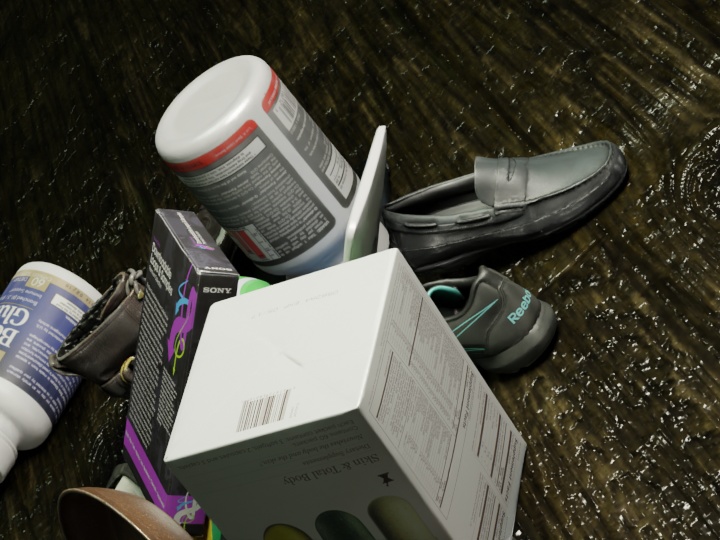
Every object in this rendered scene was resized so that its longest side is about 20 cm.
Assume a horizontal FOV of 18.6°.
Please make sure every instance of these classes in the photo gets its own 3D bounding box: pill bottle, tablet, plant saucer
[{"bbox_3d":[-0.069,-0.070,1.823,0.115,0.200,0.116,-29,30,19],"label":"pill bottle"},{"bbox_3d":[0.000,0.000,1.730,0.131,0.014,0.201,-74,-7,-46],"label":"tablet"},{"bbox_3d":[-0.328,0.101,2.115,0.111,0.111,0.201,-11,42,49],"label":"pill bottle"},{"bbox_3d":[-0.138,0.227,1.566,0.037,0.201,0.200,-37,21,-26],"label":"plant saucer"}]

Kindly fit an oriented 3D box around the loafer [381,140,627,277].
[{"bbox_3d":[0.110,-0.058,1.718,0.199,0.071,0.068,-21,32,19],"label":"loafer"}]

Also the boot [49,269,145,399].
[{"bbox_3d":[-0.132,0.059,1.793,0.200,0.174,0.069,-41,26,12],"label":"boot"}]

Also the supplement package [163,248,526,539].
[{"bbox_3d":[-0.004,0.122,1.477,0.151,0.201,0.151,-17,37,26],"label":"supplement package"}]

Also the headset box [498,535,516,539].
[{"bbox_3d":[0.043,0.262,1.377,0.199,0.075,0.149,-24,33,38],"label":"headset box"}]

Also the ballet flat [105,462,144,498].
[{"bbox_3d":[-0.174,0.187,1.781,0.069,0.068,0.200,-53,4,-19],"label":"ballet flat"}]

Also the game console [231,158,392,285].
[{"bbox_3d":[-0.042,-0.003,1.942,0.176,0.031,0.201,-31,30,17],"label":"game console"}]

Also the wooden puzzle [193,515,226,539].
[{"bbox_3d":[-0.103,0.163,1.599,0.200,0.037,0.187,124,144,-65],"label":"wooden puzzle"}]

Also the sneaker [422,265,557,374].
[{"bbox_3d":[0.057,0.044,1.665,0.199,0.079,0.076,-23,35,42],"label":"sneaker"}]

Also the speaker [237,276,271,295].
[{"bbox_3d":[-0.032,0.074,1.652,0.199,0.089,0.089,25,69,30],"label":"speaker"}]

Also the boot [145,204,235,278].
[{"bbox_3d":[-0.143,-0.027,2.022,0.200,0.069,0.175,-11,53,61],"label":"boot"}]

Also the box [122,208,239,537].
[{"bbox_3d":[-0.132,0.072,1.599,0.143,0.036,0.202,-131,46,-63],"label":"box"}]
